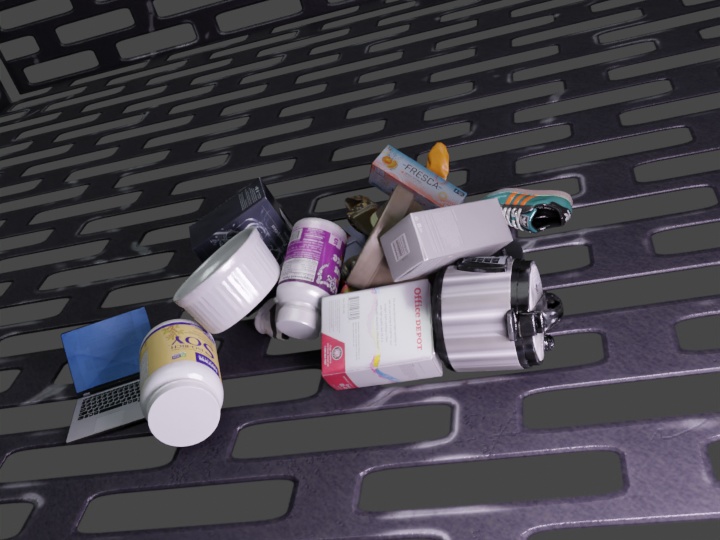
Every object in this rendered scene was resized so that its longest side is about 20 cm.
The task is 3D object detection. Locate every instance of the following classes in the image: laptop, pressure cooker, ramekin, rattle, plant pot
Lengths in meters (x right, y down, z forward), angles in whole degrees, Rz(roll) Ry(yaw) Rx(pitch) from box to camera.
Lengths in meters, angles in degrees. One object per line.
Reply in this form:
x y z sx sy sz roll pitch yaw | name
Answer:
-0.484 0.198 1.543 0.183 0.118 0.202 -18 32 4 | laptop
0.226 0.071 1.294 0.195 0.180 0.179 -5 50 22 | pressure cooker
-0.238 0.022 1.482 0.199 0.098 0.201 -38 16 12 | ramekin
0.115 -0.184 1.707 0.196 0.147 0.130 -7 25 -30 | rattle
0.091 -0.025 1.457 0.171 0.202 0.202 28 42 -2 | plant pot

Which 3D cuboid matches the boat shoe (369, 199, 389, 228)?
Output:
0.091 -0.057 1.579 0.071 0.067 0.202 2 43 -47 | boat shoe

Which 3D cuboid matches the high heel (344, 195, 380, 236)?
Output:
-0.016 -0.127 1.737 0.140 0.073 0.198 20 13 28 | high heel

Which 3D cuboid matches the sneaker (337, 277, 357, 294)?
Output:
-0.008 0.070 1.496 0.077 0.092 0.199 -32 36 -23 | sneaker

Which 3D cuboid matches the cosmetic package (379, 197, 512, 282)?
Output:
0.143 -0.052 1.336 0.196 0.092 0.107 -10 -16 -32 | cosmetic package

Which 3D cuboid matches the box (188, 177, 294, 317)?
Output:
-0.218 -0.045 1.642 0.180 0.201 0.105 -33 32 4 | box

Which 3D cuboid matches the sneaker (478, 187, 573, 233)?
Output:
0.320 -0.116 1.606 0.195 0.073 0.080 -2 32 23 | sneaker

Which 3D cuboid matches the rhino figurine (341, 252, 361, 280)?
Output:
0.000 0.000 1.623 0.196 0.061 0.088 -23 36 -2 | rhino figurine

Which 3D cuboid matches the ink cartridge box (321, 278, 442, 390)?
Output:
0.035 0.111 1.373 0.195 0.086 0.151 -8 60 14 | ink cartridge box

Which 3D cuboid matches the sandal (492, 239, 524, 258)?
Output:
0.247 0.001 1.501 0.075 0.044 0.201 7 42 35 | sandal

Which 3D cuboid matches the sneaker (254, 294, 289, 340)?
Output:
-0.121 0.052 1.587 0.079 0.074 0.202 24 74 38 | sneaker

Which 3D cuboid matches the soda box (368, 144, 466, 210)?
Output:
0.114 -0.168 1.642 0.198 0.064 0.069 34 59 12 | soda box

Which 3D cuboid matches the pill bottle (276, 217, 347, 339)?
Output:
-0.092 0.017 1.475 0.110 0.112 0.205 -1 62 26 | pill bottle

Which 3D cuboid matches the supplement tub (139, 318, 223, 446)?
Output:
-0.318 0.196 1.429 0.142 0.148 0.201 -22 32 -4 | supplement tub

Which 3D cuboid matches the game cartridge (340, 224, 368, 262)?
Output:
-0.063 -0.030 1.727 0.197 0.039 0.130 -29 38 -14 | game cartridge
